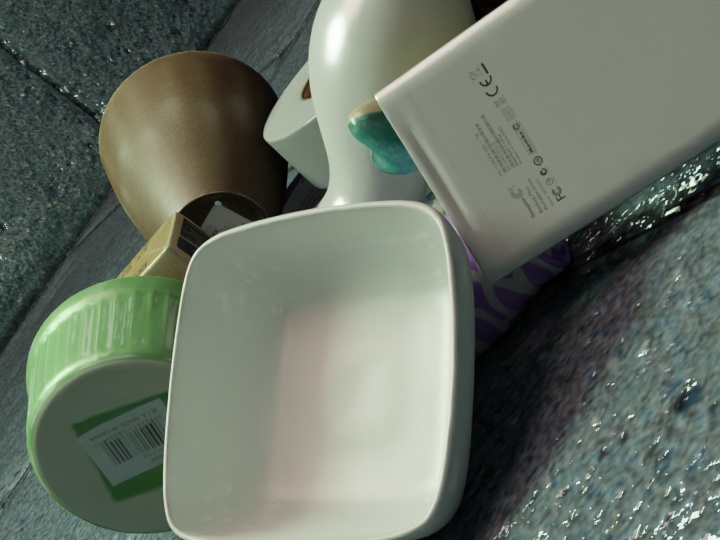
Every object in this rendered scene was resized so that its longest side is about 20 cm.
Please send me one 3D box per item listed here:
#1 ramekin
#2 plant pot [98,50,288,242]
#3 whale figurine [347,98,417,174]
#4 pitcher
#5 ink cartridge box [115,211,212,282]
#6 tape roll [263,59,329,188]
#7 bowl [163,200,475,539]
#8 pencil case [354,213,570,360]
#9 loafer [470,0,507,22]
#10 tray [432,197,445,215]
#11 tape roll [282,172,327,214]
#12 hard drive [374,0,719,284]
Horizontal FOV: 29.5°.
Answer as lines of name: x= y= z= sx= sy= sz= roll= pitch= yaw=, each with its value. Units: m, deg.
ramekin: x=-0.173 y=0.115 z=1.099 sx=0.200 sy=0.200 sz=0.098 roll=-46 pitch=24 yaw=19
plant pot: x=-0.142 y=-0.079 z=1.273 sx=0.187 sy=0.187 sz=0.200 roll=-47 pitch=31 yaw=15
whale figurine: x=0.096 y=-0.095 z=0.874 sx=0.199 sy=0.159 sz=0.104 roll=-18 pitch=67 yaw=10
pitcher: x=0.030 y=-0.130 z=1.015 sx=0.172 sy=0.121 sz=0.201 roll=-41 pitch=-38 yaw=-57
ink cartridge box: x=-0.159 y=0.077 z=1.183 sx=0.200 sy=0.164 sz=0.075 roll=-47 pitch=18 yaw=19
tape roll: x=0.005 y=-0.167 z=1.212 sx=0.200 sy=0.066 sz=0.201 roll=-41 pitch=19 yaw=17
bowl: x=-0.015 y=0.067 z=0.810 sx=0.199 sy=0.075 sz=0.201 roll=-8 pitch=70 yaw=32
pencil case: x=0.045 y=0.029 z=0.884 sx=0.200 sy=0.084 sz=0.085 roll=-43 pitch=-7 yaw=23
loafer: x=0.096 y=-0.198 z=1.016 sx=0.063 sy=0.072 sz=0.200 roll=-14 pitch=26 yaw=-4
tray: x=0.083 y=-0.051 z=1.053 sx=0.107 sy=0.022 sz=0.201 roll=-42 pitch=19 yaw=35
tape roll: x=-0.013 y=-0.069 z=1.281 sx=0.200 sy=0.066 sz=0.200 roll=-46 pitch=17 yaw=18
hard drive: x=0.124 y=-0.101 z=0.781 sx=0.199 sy=0.132 sz=0.027 roll=-33 pitch=-5 yaw=17
